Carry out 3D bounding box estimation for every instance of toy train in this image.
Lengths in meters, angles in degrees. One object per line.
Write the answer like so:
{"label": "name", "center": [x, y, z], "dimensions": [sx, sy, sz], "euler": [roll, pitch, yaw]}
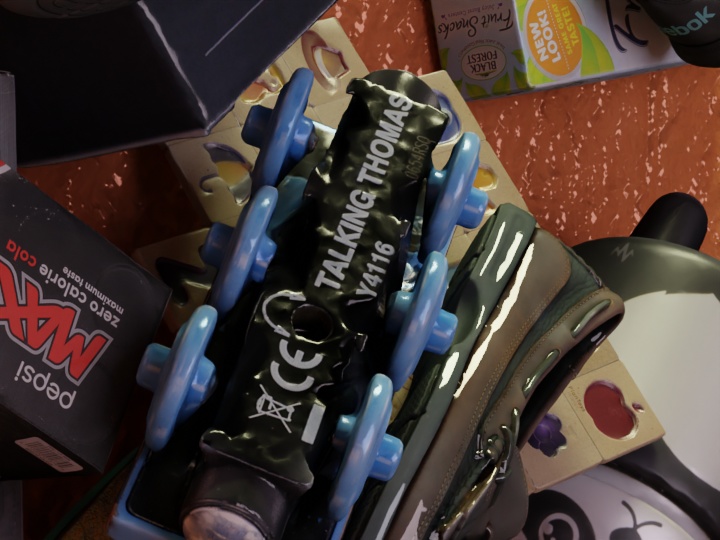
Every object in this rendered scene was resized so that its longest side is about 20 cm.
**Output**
{"label": "toy train", "center": [-0.019, 0.025, 0.883], "dimensions": [0.086, 0.114, 0.200], "euler": [21, 51, -1]}

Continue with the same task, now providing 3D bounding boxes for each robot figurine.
{"label": "robot figurine", "center": [0.106, 0.067, 1.081], "dimensions": [0.200, 0.150, 0.125], "euler": [-63, 142, -30]}

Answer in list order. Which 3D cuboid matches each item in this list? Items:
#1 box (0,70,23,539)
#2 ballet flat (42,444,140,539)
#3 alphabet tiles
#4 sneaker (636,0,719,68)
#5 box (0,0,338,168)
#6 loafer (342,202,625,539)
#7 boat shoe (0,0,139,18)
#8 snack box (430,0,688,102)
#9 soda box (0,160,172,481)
{"label": "box", "center": [-0.194, 0.010, 0.836], "dimensions": [0.200, 0.048, 0.159], "euler": [3, 83, -45]}
{"label": "ballet flat", "center": [-0.052, 0.080, 0.952], "dimensions": [0.200, 0.071, 0.071], "euler": [-51, 120, -39]}
{"label": "alphabet tiles", "center": [0.000, 0.000, 0.991], "dimensions": [0.167, 0.008, 0.200], "euler": [-18, 70, -36]}
{"label": "sneaker", "center": [0.148, -0.186, 1.118], "dimensions": [0.079, 0.075, 0.201], "euler": [26, 66, -39]}
{"label": "box", "center": [-0.091, -0.161, 0.922], "dimensions": [0.148, 0.107, 0.200], "euler": [-47, 117, -38]}
{"label": "loafer", "center": [0.041, 0.058, 0.923], "dimensions": [0.063, 0.072, 0.200], "euler": [29, 48, -3]}
{"label": "boat shoe", "center": [-0.044, -0.126, 0.842], "dimensions": [0.202, 0.074, 0.065], "euler": [-29, 100, -47]}
{"label": "snack box", "center": [0.106, -0.153, 1.161], "dimensions": [0.200, 0.053, 0.143], "euler": [-13, 93, -46]}
{"label": "soda box", "center": [-0.151, -0.014, 0.804], "dimensions": [0.200, 0.063, 0.071], "euler": [39, 59, -36]}
